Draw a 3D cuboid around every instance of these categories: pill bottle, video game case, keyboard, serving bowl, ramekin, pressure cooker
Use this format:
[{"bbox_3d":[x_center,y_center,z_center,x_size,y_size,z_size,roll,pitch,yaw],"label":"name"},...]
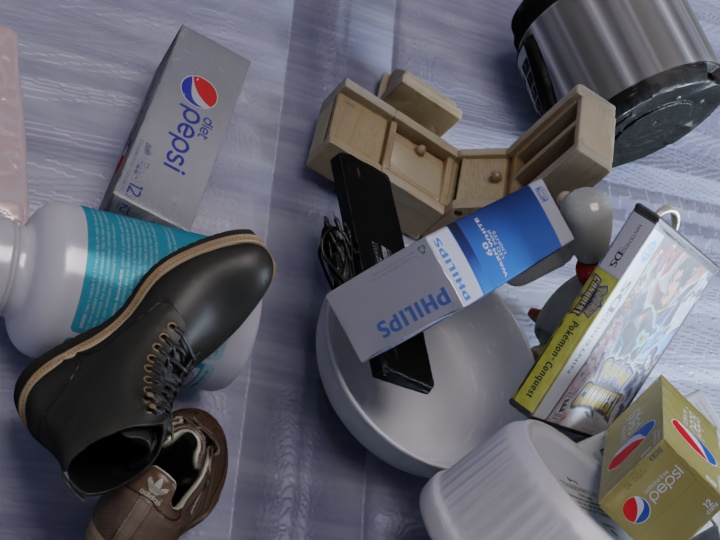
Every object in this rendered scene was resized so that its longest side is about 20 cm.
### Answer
[{"bbox_3d":[-0.177,0.016,1.086,0.198,0.111,0.112,14,52,-27],"label":"pill bottle"},{"bbox_3d":[0.211,0.050,1.236,0.025,0.182,0.200,35,5,28],"label":"video game case"},{"bbox_3d":[0.000,0.000,1.192,0.104,0.039,0.202,27,42,-48],"label":"keyboard"},{"bbox_3d":[0.045,0.081,1.224,0.198,0.066,0.202,18,50,-23],"label":"serving bowl"},{"bbox_3d":[0.143,0.196,1.085,0.202,0.094,0.203,41,13,-12],"label":"ramekin"},{"bbox_3d":[0.244,-0.221,1.497,0.177,0.176,0.202,-8,68,-42],"label":"pressure cooker"}]

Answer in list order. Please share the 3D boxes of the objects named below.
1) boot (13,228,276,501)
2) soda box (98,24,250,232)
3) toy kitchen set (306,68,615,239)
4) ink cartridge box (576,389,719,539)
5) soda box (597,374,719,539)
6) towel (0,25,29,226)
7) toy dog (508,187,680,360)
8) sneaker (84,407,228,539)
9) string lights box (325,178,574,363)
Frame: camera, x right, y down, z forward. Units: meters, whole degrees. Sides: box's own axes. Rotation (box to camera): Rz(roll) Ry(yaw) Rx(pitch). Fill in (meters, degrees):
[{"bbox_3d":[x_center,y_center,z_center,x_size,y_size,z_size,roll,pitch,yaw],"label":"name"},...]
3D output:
[{"bbox_3d":[-0.121,0.064,0.986,0.199,0.138,0.078,-40,118,-7],"label":"boot"},{"bbox_3d":[-0.150,-0.099,1.218,0.068,0.064,0.202,26,48,-15],"label":"soda box"},{"bbox_3d":[0.091,-0.143,1.331,0.199,0.180,0.165,30,46,-19],"label":"toy kitchen set"},{"bbox_3d":[0.235,0.201,1.258,0.198,0.084,0.145,-16,69,-39],"label":"ink cartridge box"},{"bbox_3d":[0.221,0.141,1.123,0.064,0.068,0.200,43,14,1],"label":"soda box"},{"bbox_3d":[-0.344,-0.117,1.120,0.198,0.032,0.193,9,54,-30],"label":"towel"},{"bbox_3d":[0.177,0.009,1.301,0.131,0.202,0.096,-5,32,-36],"label":"toy dog"},{"bbox_3d":[-0.118,0.132,1.028,0.070,0.076,0.200,37,21,-4],"label":"sneaker"},{"bbox_3d":[0.072,-0.003,1.151,0.199,0.102,0.059,-26,87,-56],"label":"string lights box"}]
